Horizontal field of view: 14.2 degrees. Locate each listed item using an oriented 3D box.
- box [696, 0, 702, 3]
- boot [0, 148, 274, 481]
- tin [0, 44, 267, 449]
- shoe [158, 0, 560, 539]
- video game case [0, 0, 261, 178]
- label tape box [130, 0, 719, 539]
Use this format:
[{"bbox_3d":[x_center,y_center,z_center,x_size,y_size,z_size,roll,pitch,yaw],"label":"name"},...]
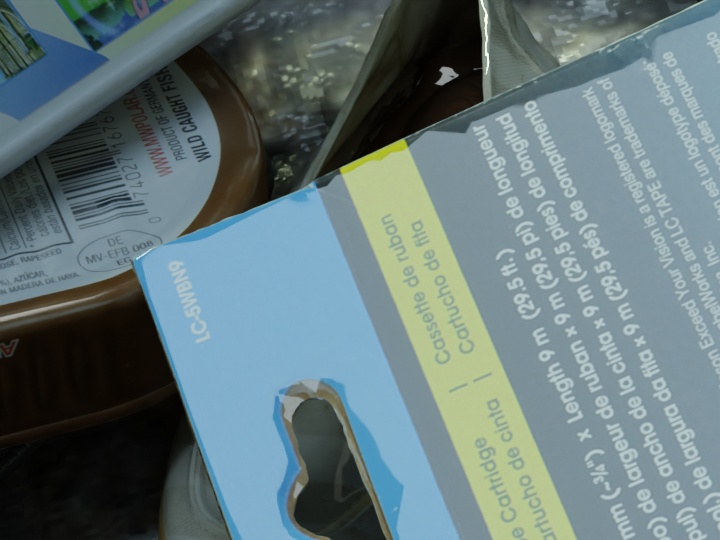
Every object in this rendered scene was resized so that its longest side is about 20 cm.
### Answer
[{"bbox_3d":[0.140,-0.183,0.740,0.200,0.193,0.047,-37,31,-26],"label":"box"},{"bbox_3d":[-0.139,0.016,0.683,0.182,0.073,0.200,17,54,13],"label":"boot"},{"bbox_3d":[-0.117,-0.005,0.641,0.200,0.042,0.112,-15,43,-14],"label":"tin"},{"bbox_3d":[0.000,0.000,0.677,0.070,0.053,0.200,5,44,20],"label":"shoe"},{"bbox_3d":[-0.104,-0.113,0.634,0.200,0.182,0.022,-37,2,-30],"label":"video game case"},{"bbox_3d":[0.073,0.026,0.586,0.200,0.063,0.144,-24,60,3],"label":"label tape box"}]
